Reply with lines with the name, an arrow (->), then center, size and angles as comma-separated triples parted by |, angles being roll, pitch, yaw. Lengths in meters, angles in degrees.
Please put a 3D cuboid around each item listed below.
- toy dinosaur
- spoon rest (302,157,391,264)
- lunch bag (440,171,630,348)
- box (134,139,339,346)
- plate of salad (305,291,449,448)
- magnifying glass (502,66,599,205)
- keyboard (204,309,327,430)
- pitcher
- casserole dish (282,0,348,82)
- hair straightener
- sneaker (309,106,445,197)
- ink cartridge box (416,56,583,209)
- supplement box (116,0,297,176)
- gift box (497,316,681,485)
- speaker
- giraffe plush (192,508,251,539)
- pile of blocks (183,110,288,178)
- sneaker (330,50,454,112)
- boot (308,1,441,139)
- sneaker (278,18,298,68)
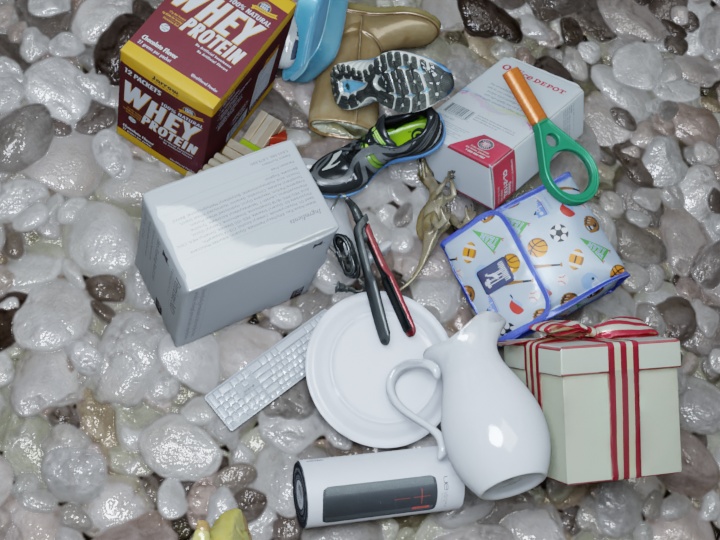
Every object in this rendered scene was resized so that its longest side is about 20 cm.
toy dinosaur -> 0.101, -0.063, 1.455 | 0.058, 0.101, 0.201 | 20, 64, -27
spoon rest -> -0.042, -0.075, 1.454 | 0.099, 0.061, 0.200 | -34, 66, -25
lunch bag -> 0.229, -0.010, 1.457 | 0.199, 0.124, 0.171 | -26, 76, -6
box -> -0.155, -0.030, 1.318 | 0.199, 0.199, 0.131 | -23, 75, -22
plate of salad -> 0.026, 0.125, 1.381 | 0.199, 0.048, 0.201 | 4, 74, -13
magnifying glass -> 0.246, -0.177, 1.432 | 0.079, 0.022, 0.201 | -27, 86, -24
keyboard -> -0.102, 0.123, 1.373 | 0.200, 0.011, 0.056 | -36, 80, -25
pitcher -> 0.126, 0.173, 1.290 | 0.171, 0.121, 0.201 | -27, 60, 16
casserole dish -> -0.058, -0.347, 1.525 | 0.039, 0.121, 0.201 | 22, 62, -25
hair straightener -> 0.000, 0.000, 1.361 | 0.077, 0.041, 0.201 | -19, 85, -17
sneaker -> 0.016, -0.162, 1.422 | 0.199, 0.083, 0.071 | -26, 62, -1
ink cartridge box -> 0.194, -0.194, 1.509 | 0.200, 0.083, 0.146 | -39, 50, -25
supplement box -> -0.202, -0.259, 1.400 | 0.132, 0.200, 0.198 | 32, 64, 1
gift box -> 0.274, 0.153, 1.358 | 0.184, 0.200, 0.188 | -2, 91, -22
speaker -> 0.023, 0.259, 1.312 | 0.199, 0.081, 0.082 | -3, 69, -16
giraffe plush -> -0.207, 0.359, 1.182 | 0.161, 0.200, 0.173 | -14, 73, 11
pile of blocks -> -0.153, -0.123, 1.410 | 0.062, 0.082, 0.200 | 30, 56, 23
sneaker -> 0.051, -0.255, 1.419 | 0.090, 0.199, 0.079 | -23, 114, -37
boot -> 0.022, -0.278, 1.545 | 0.174, 0.066, 0.201 | 5, 66, 1
sneaker -> -0.175, -0.357, 1.502 | 0.129, 0.079, 0.200 | -12, 71, -32
